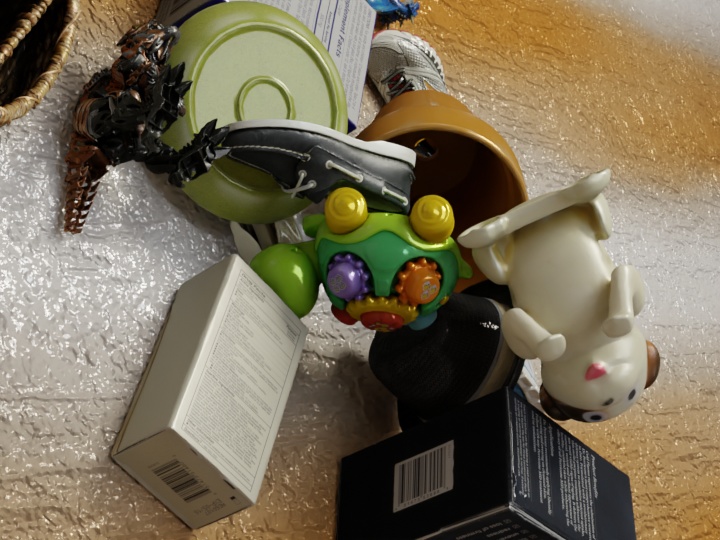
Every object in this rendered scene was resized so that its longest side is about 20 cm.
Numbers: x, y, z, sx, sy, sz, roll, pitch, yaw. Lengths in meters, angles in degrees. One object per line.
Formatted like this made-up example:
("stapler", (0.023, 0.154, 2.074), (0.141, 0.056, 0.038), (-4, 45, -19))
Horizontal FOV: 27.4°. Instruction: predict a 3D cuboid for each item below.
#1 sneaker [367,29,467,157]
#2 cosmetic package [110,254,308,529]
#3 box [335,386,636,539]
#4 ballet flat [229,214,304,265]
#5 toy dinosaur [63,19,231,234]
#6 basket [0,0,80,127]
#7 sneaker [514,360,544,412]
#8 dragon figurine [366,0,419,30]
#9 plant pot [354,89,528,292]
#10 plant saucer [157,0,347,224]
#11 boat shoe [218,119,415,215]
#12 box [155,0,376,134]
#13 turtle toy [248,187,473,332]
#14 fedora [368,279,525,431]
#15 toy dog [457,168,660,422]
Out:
("sneaker", (0.069, -0.191, 1.686), (0.200, 0.077, 0.083), (48, 36, -23))
("cosmetic package", (-0.118, 0.096, 1.206), (0.104, 0.073, 0.201), (47, 35, -24))
("box", (0.113, 0.227, 1.327), (0.196, 0.199, 0.125), (38, 40, -35))
("ballet flat", (-0.101, -0.068, 1.362), (0.062, 0.067, 0.202), (-21, 85, -48))
("toy dinosaur", (-0.190, -0.118, 1.228), (0.102, 0.134, 0.203), (23, 76, -58))
("basket", (-0.275, -0.194, 1.118), (0.143, 0.148, 0.201), (49, 33, -21))
("sneaker", (0.144, 0.075, 1.596), (0.087, 0.074, 0.201), (-94, 167, -53))
("dragon figurine", (0.005, -0.307, 1.693), (0.100, 0.059, 0.200), (59, 31, -7))
("plant pot", (0.068, -0.095, 1.527), (0.200, 0.199, 0.184), (48, 20, -22))
("plant saucer", (-0.091, -0.144, 1.323), (0.198, 0.031, 0.203), (2, 86, -30))
("boat shoe", (-0.034, -0.088, 1.294), (0.198, 0.075, 0.061), (7, 79, -29))
("box", (-0.091, -0.240, 1.460), (0.200, 0.104, 0.185), (41, 39, -30))
("turtle toy", (0.000, 0.000, 1.300), (0.146, 0.197, 0.102), (84, 11, -70))
("fedora", (0.070, 0.076, 1.394), (0.091, 0.200, 0.202), (26, 45, -24))
("toy dog", (0.177, 0.036, 1.284), (0.194, 0.138, 0.202), (159, -92, -85))
